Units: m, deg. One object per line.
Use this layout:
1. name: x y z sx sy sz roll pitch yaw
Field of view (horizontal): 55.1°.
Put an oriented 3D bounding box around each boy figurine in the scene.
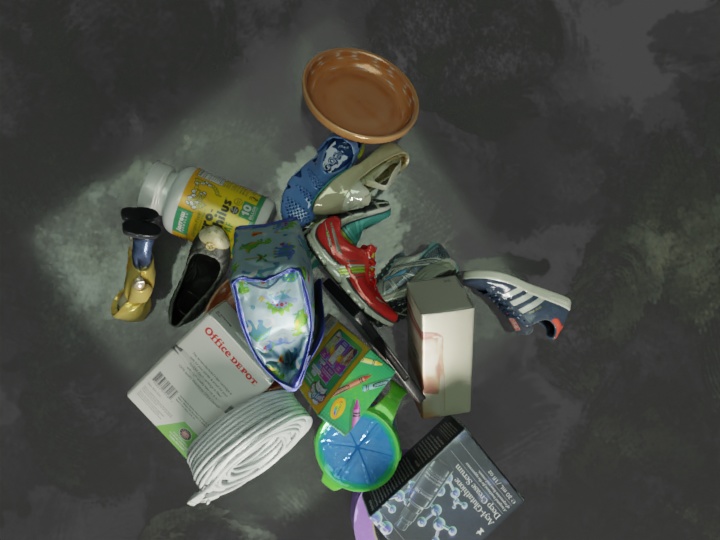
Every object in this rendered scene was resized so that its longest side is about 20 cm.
1. boy figurine: -0.354 -0.003 1.085 0.063 0.125 0.202 3 131 -25

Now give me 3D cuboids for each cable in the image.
1. cable: -0.171 0.266 1.072 0.070 0.198 0.201 52 126 22

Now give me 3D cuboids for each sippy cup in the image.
1. sippy cup: 0.006 0.261 1.109 0.175 0.130 0.142 -18 97 14

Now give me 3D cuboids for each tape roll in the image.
1. tape roll: 0.083 0.409 1.158 0.196 0.066 0.204 0 89 -6

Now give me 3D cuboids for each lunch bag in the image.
1. lunch bag: -0.117 0.050 1.020 0.125 0.171 0.203 -8 119 -2

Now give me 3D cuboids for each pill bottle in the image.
1. pill bottle: -0.245 -0.097 1.102 0.197 0.113 0.114 23 87 -5

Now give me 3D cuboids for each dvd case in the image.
1. dvd case: 0.021 0.109 1.079 0.017 0.143 0.201 -38 118 -5

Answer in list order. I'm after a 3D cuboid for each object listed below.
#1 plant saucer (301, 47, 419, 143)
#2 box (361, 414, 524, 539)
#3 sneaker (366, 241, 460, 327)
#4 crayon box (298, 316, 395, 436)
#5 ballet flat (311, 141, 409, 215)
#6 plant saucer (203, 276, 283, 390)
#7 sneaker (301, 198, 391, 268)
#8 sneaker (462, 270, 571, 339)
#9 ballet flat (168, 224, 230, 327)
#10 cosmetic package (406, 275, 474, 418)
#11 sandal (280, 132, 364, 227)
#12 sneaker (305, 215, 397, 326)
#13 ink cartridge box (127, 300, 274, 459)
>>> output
1. plant saucer: -0.002 -0.281 1.127 0.197 0.038 0.203 9 56 -14
2. box: 0.124 0.354 1.077 0.200 0.107 0.149 -41 94 -4
3. sneaker: 0.068 0.023 1.164 0.198 0.078 0.087 -27 54 9
4. crayon box: -0.035 0.154 1.052 0.058 0.200 0.119 41 86 -21
5. ballet flat: 0.007 -0.142 1.120 0.200 0.069 0.070 -43 94 -27
6. plant saucer: -0.162 0.097 1.151 0.196 0.032 0.204 0 89 -5
7. sneaker: -0.034 -0.056 1.156 0.198 0.078 0.080 -30 111 0
8. sneaker: 0.260 0.061 1.173 0.197 0.075 0.086 19 83 -6
9. ballet flat: -0.251 0.014 1.080 0.066 0.057 0.201 25 124 -6
10. cosmetic package: 0.125 0.124 1.104 0.086 0.104 0.203 -7 118 -7
11. sandal: -0.064 -0.159 1.136 0.079 0.087 0.201 34 88 -7
12. sneaker: 0.000 0.000 1.081 0.085 0.077 0.201 -40 93 -2
13. ink cartridge box: -0.242 0.171 1.087 0.200 0.084 0.146 -42 93 14
